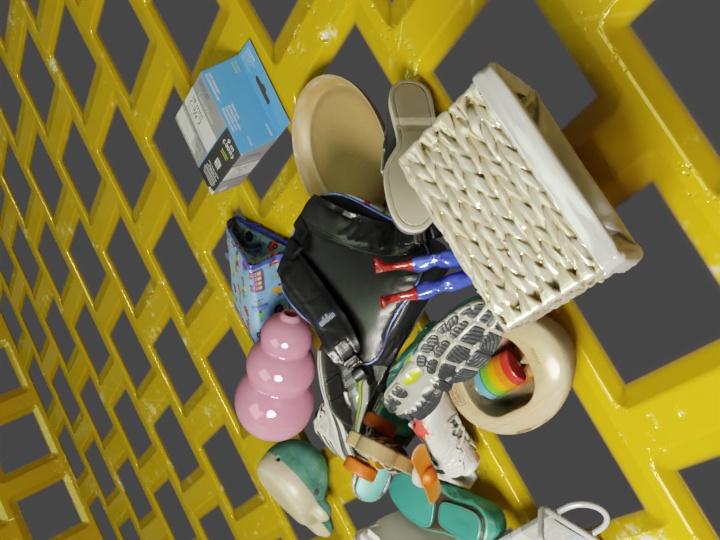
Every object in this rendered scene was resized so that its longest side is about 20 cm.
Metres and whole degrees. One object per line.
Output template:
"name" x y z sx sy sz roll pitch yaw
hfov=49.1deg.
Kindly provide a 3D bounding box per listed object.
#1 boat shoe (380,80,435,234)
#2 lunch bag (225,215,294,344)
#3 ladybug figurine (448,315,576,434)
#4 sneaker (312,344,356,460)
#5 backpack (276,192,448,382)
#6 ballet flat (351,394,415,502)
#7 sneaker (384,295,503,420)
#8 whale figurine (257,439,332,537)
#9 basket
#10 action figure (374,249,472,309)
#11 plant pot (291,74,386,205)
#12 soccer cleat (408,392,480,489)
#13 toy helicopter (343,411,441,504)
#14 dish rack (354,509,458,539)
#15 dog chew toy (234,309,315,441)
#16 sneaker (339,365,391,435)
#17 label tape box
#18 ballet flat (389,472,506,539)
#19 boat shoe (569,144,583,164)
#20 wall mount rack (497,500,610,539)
"boat shoe" 0.057 -0.118 0.884 0.063 0.071 0.204 101 170 -59
"lunch bag" -0.176 0.012 1.282 0.199 0.092 0.154 34 135 49
"ladybug figurine" 0.171 0.111 0.895 0.199 0.071 0.138 -36 78 52
"sneaker" -0.048 0.203 1.210 0.114 0.075 0.205 -2 107 49
"backpack" 0.000 0.000 0.964 0.189 0.154 0.203 34 97 22
"ballet flat" 0.041 0.220 1.095 0.072 0.071 0.204 33 102 36
"sneaker" 0.084 0.086 0.880 0.076 0.081 0.200 26 131 -18
"whale figurine" -0.094 0.371 1.351 0.157 0.104 0.202 21 147 44
"basket" 0.142 -0.060 0.706 0.123 0.135 0.203 -36 76 24
"action figure" 0.114 -0.006 0.816 0.099 0.195 0.067 91 169 -82
"plant pot" -0.022 -0.158 1.047 0.198 0.027 0.205 26 125 43
"soccer cleat" 0.113 0.215 0.995 0.084 0.069 0.202 28 151 26
"toy helicopter" 0.038 0.230 0.957 0.130 0.080 0.200 25 170 16
"dish rack" 0.095 0.378 1.044 0.198 0.169 0.045 24 114 43
"dog chew toy" -0.121 0.153 1.183 0.124 0.123 0.205 32 120 38
"sneaker" 0.008 0.163 1.139 0.080 0.072 0.205 30 123 51
"label tape box" -0.202 -0.230 1.206 0.199 0.062 0.147 -37 78 52
"ballet flat" 0.118 0.317 1.048 0.198 0.069 0.069 8 87 55
"boat shoe" 0.152 -0.093 0.831 0.197 0.075 0.076 -2 101 43
"wall mount rack" 0.232 0.358 0.923 0.172 0.075 0.200 33 127 -15
